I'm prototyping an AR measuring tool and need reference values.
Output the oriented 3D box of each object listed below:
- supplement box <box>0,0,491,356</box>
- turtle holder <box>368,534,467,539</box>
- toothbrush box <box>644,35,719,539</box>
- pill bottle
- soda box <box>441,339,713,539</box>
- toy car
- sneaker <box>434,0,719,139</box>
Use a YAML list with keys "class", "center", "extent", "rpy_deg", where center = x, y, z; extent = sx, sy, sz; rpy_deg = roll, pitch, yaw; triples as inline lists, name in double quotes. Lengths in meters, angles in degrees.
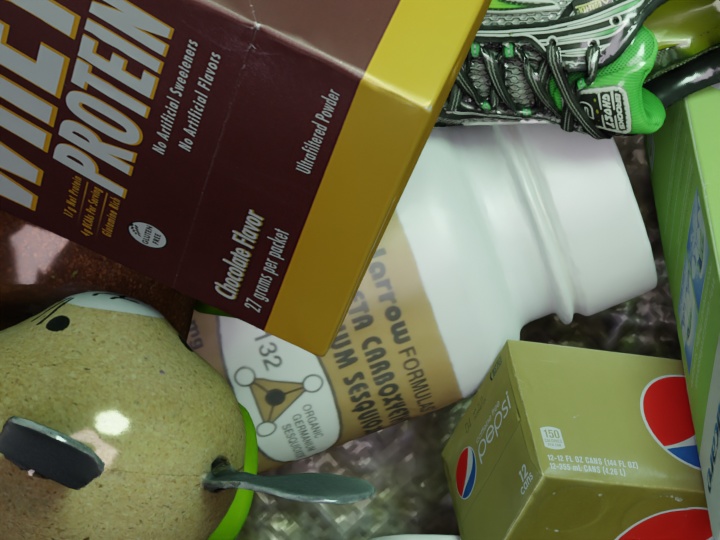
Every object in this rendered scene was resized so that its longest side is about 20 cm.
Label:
- class: "supplement box"
  center: [-0.052, -0.121, 0.843]
  extent: [0.199, 0.133, 0.198]
  rpy_deg: [25, 57, 1]
- class: "turtle holder"
  center: [0.059, 0.165, 1.063]
  extent: [0.185, 0.141, 0.132]
  rpy_deg: [0, 80, 6]
- class: "toothbrush box"
  center: [0.185, -0.006, 1.017]
  extent: [0.145, 0.200, 0.086]
  rpy_deg: [-2, 136, -4]
- class: "pill bottle"
  center: [0.000, 0.000, 1.056]
  extent: [0.199, 0.114, 0.115]
  rpy_deg: [-20, 96, 0]
- class: "soda box"
  center: [0.136, 0.080, 1.052]
  extent: [0.199, 0.064, 0.068]
  rpy_deg: [7, 135, -22]
- class: "toy car"
  center: [-0.080, 0.031, 0.877]
  extent: [0.164, 0.200, 0.158]
  rpy_deg: [10, 96, -24]
- class: "sneaker"
  center: [0.058, -0.082, 0.988]
  extent: [0.199, 0.085, 0.078]
  rpy_deg: [-16, 137, -2]
